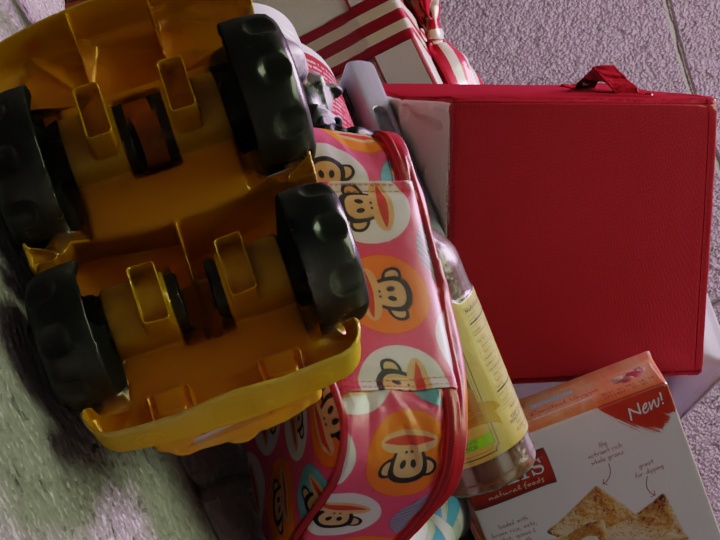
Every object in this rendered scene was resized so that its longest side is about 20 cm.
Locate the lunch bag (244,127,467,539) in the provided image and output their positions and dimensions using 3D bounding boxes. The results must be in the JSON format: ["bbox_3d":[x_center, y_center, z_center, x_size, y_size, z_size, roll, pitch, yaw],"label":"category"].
[{"bbox_3d":[-0.018,0.046,1.001,0.176,0.082,0.200,122,-36,-54],"label":"lunch bag"}]

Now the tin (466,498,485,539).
[{"bbox_3d":[0.107,0.175,1.471,0.200,0.042,0.112,57,11,-51],"label":"tin"}]

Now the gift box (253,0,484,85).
[{"bbox_3d":[-0.014,-0.147,1.504,0.185,0.186,0.200,64,9,8],"label":"gift box"}]

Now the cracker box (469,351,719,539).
[{"bbox_3d":[0.149,0.166,1.215,0.058,0.134,0.200,-100,168,-72],"label":"cracker box"}]

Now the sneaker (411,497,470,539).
[{"bbox_3d":[0.020,0.160,1.146,0.200,0.076,0.081,15,58,-73],"label":"sneaker"}]

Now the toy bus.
[{"bbox_3d":[-0.074,0.005,0.876,0.192,0.135,0.200,82,-11,-60],"label":"toy bus"}]

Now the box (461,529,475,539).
[{"bbox_3d":[0.090,0.224,1.503,0.144,0.036,0.200,58,8,-34],"label":"box"}]

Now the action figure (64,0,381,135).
[{"bbox_3d":[-0.068,-0.117,1.078,0.193,0.200,0.105,30,74,-50],"label":"action figure"}]

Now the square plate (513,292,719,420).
[{"bbox_3d":[0.164,0.077,1.383,0.028,0.198,0.200,36,22,-18],"label":"square plate"}]

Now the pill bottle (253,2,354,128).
[{"bbox_3d":[-0.056,-0.071,1.236,0.112,0.112,0.200,55,12,-47],"label":"pill bottle"}]

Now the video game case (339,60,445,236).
[{"bbox_3d":[0.000,0.000,1.279,0.183,0.022,0.200,-110,-152,-42],"label":"video game case"}]

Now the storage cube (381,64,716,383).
[{"bbox_3d":[0.105,-0.031,1.280,0.171,0.179,0.201,-157,-113,-68],"label":"storage cube"}]

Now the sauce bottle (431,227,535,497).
[{"bbox_3d":[0.035,0.027,1.105,0.065,0.065,0.200,-88,155,-75],"label":"sauce bottle"}]
